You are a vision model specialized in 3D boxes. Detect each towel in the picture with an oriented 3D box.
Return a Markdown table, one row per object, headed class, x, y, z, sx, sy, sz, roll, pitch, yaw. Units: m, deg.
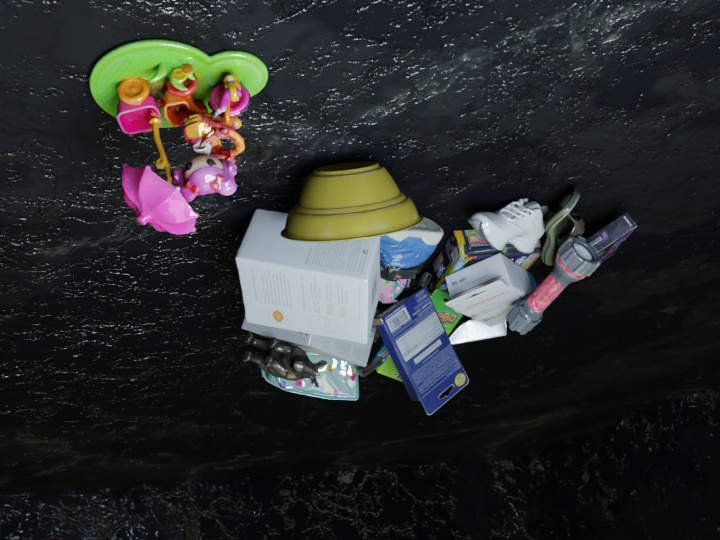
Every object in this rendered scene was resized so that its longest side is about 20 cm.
| class | x | y | z | sx | sy | sz | roll | pitch | yaw |
| --- | --- | --- | --- | --- | --- | --- | --- | --- | --- |
| towel | 0.063 | 0.104 | 1.471 | 0.022 | 0.201 | 0.147 | 33 | 155 | -4 |

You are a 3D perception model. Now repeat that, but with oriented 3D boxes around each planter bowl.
| class | x | y | z | sx | sy | sz | roll | pitch | yaw |
| --- | --- | --- | --- | --- | --- | --- | --- | --- | --- |
| planter bowl | -0.016 | -0.101 | 1.048 | 0.197 | 0.085 | 0.201 | -5 | -166 | 1 |

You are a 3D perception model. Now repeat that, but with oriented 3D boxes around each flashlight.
| class | x | y | z | sx | sy | sz | roll | pitch | yaw |
| --- | --- | --- | --- | --- | --- | --- | --- | --- | --- |
| flashlight | 0.316 | 0.031 | 1.289 | 0.067 | 0.068 | 0.201 | 19 | 130 | -19 |

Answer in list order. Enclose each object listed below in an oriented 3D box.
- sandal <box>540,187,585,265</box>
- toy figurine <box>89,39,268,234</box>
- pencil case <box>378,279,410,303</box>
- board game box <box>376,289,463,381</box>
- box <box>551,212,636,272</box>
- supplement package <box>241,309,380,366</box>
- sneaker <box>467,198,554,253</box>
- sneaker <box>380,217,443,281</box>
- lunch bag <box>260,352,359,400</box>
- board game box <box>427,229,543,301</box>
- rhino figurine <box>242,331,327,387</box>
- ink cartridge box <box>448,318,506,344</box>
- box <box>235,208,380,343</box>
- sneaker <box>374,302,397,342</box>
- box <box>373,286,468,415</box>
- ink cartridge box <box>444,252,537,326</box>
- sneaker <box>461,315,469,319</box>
| class | x | y | z | sx | sy | sz | roll | pitch | yaw |
| --- | --- | --- | --- | --- | --- | --- | --- | --- | --- |
| sandal | 0.348 | -0.069 | 1.293 | 0.057 | 0.080 | 0.202 | 30 | 161 | 20 |
| toy figurine | -0.188 | -0.130 | 0.833 | 0.197 | 0.186 | 0.151 | -8 | 157 | -5 |
| pencil case | 0.000 | 0.000 | 1.328 | 0.087 | 0.089 | 0.199 | -24 | 152 | 30 |
| board game box | 0.117 | 0.125 | 1.475 | 0.095 | 0.030 | 0.201 | 24 | 110 | -34 |
| box | 0.413 | -0.026 | 1.397 | 0.142 | 0.036 | 0.200 | -34 | 167 | -3 |
| supplement package | -0.085 | 0.088 | 1.388 | 0.154 | 0.112 | 0.200 | 10 | 169 | 33 |
| sneaker | 0.247 | -0.083 | 1.263 | 0.199 | 0.075 | 0.087 | -1 | 135 | -52 |
| sneaker | 0.036 | -0.035 | 1.233 | 0.198 | 0.077 | 0.112 | 4 | 122 | -41 |
| lunch bag | -0.105 | 0.189 | 1.588 | 0.197 | 0.124 | 0.170 | 3 | -170 | -6 |
| board game box | 0.223 | -0.010 | 1.431 | 0.163 | 0.057 | 0.200 | -5 | 156 | -16 |
| rhino figurine | -0.120 | 0.151 | 1.278 | 0.087 | 0.060 | 0.199 | 32 | 166 | -33 |
| ink cartridge box | 0.191 | 0.127 | 1.597 | 0.197 | 0.048 | 0.160 | -8 | 176 | -2 |
| box | -0.074 | 0.009 | 1.167 | 0.197 | 0.107 | 0.153 | 10 | 139 | 8 |
| sneaker | 0.060 | 0.103 | 1.611 | 0.198 | 0.083 | 0.070 | 2 | 141 | 35 |
| box | 0.112 | 0.146 | 1.393 | 0.121 | 0.202 | 0.032 | -32 | -169 | -32 |
| ink cartridge box | 0.233 | 0.033 | 1.376 | 0.115 | 0.068 | 0.199 | -25 | 153 | 26 |
| sneaker | 0.246 | 0.062 | 1.602 | 0.197 | 0.077 | 0.091 | -8 | 167 | 14 |
